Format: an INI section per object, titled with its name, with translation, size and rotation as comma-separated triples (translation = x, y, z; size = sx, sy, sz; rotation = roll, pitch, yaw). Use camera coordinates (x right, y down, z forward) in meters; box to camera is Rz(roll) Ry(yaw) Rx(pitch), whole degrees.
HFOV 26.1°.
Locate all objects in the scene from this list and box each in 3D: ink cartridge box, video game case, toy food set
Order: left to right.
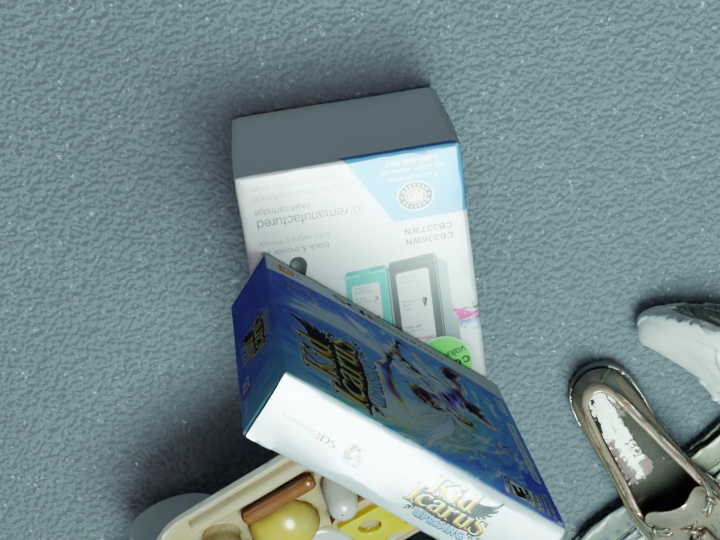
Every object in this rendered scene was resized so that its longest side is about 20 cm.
[toy food set]
translation = -0.025, 0.185, 1.041
size = 0.199, 0.061, 0.143
rotation = -32, 136, 19
[ink cartridge box]
translation = 0.000, 0.000, 1.053
size = 0.145, 0.146, 0.202
rotation = -10, 111, -1
[video game case]
translation = 0.015, 0.079, 0.898
size = 0.180, 0.200, 0.046
rotation = 29, 103, -15

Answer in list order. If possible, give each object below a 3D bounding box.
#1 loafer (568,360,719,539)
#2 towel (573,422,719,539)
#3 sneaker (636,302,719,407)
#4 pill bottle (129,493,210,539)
[loafer]
translation = 0.220, 0.159, 1.147
size = 0.072, 0.063, 0.201
rotation = -37, 91, 12
[towel]
translation = 0.273, 0.241, 1.211
size = 0.192, 0.035, 0.200
rotation = -41, 103, 14
[sneaker]
translation = 0.286, 0.092, 1.125
size = 0.199, 0.078, 0.100
rotation = 24, 110, 16
[pill bottle]
translation = -0.111, 0.270, 1.158
size = 0.110, 0.111, 0.202
rotation = -14, 109, 0
